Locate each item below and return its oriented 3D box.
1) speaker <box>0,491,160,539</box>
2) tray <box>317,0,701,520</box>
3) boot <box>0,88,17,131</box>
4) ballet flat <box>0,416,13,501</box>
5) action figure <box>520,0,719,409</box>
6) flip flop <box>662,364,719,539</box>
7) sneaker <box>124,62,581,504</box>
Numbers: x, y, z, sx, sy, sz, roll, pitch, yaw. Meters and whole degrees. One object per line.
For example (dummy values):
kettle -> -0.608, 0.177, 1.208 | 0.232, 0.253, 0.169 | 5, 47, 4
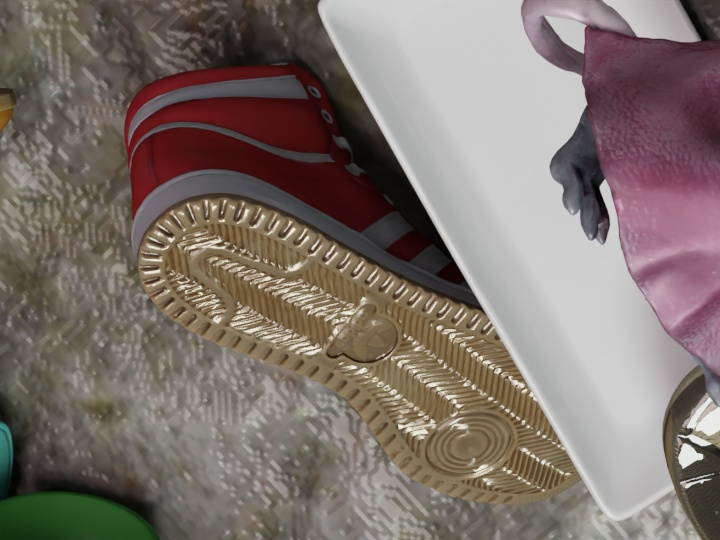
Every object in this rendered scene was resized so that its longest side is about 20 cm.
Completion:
speaker -> -0.122, 0.189, 1.083 | 0.088, 0.088, 0.200 | 16, 117, 15
tray -> 0.077, -0.028, 0.923 | 0.107, 0.022, 0.200 | -31, 100, -5
boot -> -0.187, 0.018, 1.025 | 0.201, 0.071, 0.144 | -14, 87, 38
ballet flat -> -0.188, 0.130, 1.097 | 0.072, 0.072, 0.201 | 20, 117, 13
action figure -> 0.166, -0.044, 0.796 | 0.200, 0.134, 0.149 | -30, 57, 22
flip flop -> 0.149, 0.099, 0.944 | 0.081, 0.058, 0.200 | -25, 121, 4
sneaker -> 0.000, 0.000, 0.968 | 0.200, 0.113, 0.071 | 33, 112, -31
